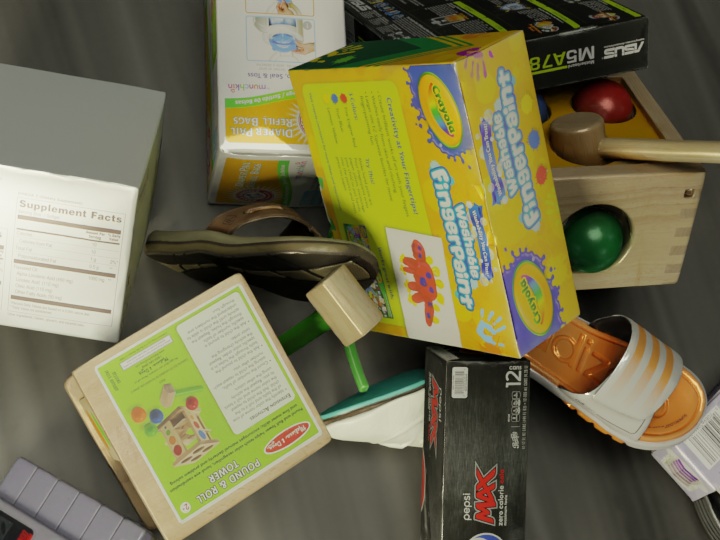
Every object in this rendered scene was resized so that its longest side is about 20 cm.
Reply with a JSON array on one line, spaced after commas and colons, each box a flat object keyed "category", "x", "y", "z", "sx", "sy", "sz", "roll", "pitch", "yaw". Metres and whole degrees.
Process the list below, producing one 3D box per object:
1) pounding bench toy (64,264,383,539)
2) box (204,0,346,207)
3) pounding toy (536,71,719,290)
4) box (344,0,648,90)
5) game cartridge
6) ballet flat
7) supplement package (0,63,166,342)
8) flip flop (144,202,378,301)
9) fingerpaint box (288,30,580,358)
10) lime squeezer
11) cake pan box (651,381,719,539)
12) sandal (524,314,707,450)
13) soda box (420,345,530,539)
[{"category": "pounding bench toy", "x": -0.088, "y": 0.077, "z": 0.884, "sx": 0.198, "sy": 0.156, "sz": 0.125, "roll": -31, "pitch": 92, "yaw": -17}, {"category": "box", "x": -0.069, "y": -0.162, "z": 0.998, "sx": 0.100, "sy": 0.113, "sz": 0.203, "roll": 1, "pitch": 72, "yaw": -12}, {"category": "pounding toy", "x": 0.174, "y": -0.077, "z": 0.951, "sx": 0.181, "sy": 0.144, "sz": 0.201, "roll": -3, "pitch": 37, "yaw": -11}, {"category": "box", "x": 0.097, "y": -0.189, "z": 1.007, "sx": 0.190, "sy": 0.200, "sz": 0.048, "roll": -11, "pitch": 117, "yaw": -16}, {"category": "game cartridge", "x": -0.239, "y": 0.236, "z": 0.845, "sx": 0.128, "sy": 0.039, "sz": 0.202, "roll": 23, "pitch": 70, "yaw": 23}, {"category": "ballet flat", "x": 0.064, "y": 0.096, "z": 0.966, "sx": 0.198, "sy": 0.070, "sz": 0.070, "roll": -27, "pitch": 78, "yaw": -18}, {"category": "supplement package", "x": -0.223, "y": -0.056, "z": 0.878, "sx": 0.153, "sy": 0.201, "sz": 0.112, "roll": 9, "pitch": 115, "yaw": -7}, {"category": "flip flop", "x": -0.075, "y": -0.020, "z": 0.926, "sx": 0.198, "sy": 0.081, "sz": 0.058, "roll": 5, "pitch": 67, "yaw": 38}, {"category": "fingerpaint box", "x": 0.051, "y": -0.055, "z": 0.874, "sx": 0.073, "sy": 0.166, "sz": 0.203, "roll": -29, "pitch": 113, "yaw": -36}, {"category": "lime squeezer", "x": 0.000, "y": 0.000, "z": 0.993, "sx": 0.070, "sy": 0.038, "sz": 0.202, "roll": 29, "pitch": 55, "yaw": -14}, {"category": "cake pan box", "x": 0.355, "y": 0.150, "z": 1.002, "sx": 0.199, "sy": 0.052, "sz": 0.184, "roll": -40, "pitch": 80, "yaw": -20}, {"category": "sandal", "x": 0.174, "y": 0.066, "z": 0.940, "sx": 0.204, "sy": 0.059, "sz": 0.080, "roll": 27, "pitch": 67, "yaw": -8}, {"category": "soda box", "x": 0.080, "y": 0.158, "z": 0.902, "sx": 0.062, "sy": 0.071, "sz": 0.204, "roll": 1, "pitch": 94, "yaw": -10}]
